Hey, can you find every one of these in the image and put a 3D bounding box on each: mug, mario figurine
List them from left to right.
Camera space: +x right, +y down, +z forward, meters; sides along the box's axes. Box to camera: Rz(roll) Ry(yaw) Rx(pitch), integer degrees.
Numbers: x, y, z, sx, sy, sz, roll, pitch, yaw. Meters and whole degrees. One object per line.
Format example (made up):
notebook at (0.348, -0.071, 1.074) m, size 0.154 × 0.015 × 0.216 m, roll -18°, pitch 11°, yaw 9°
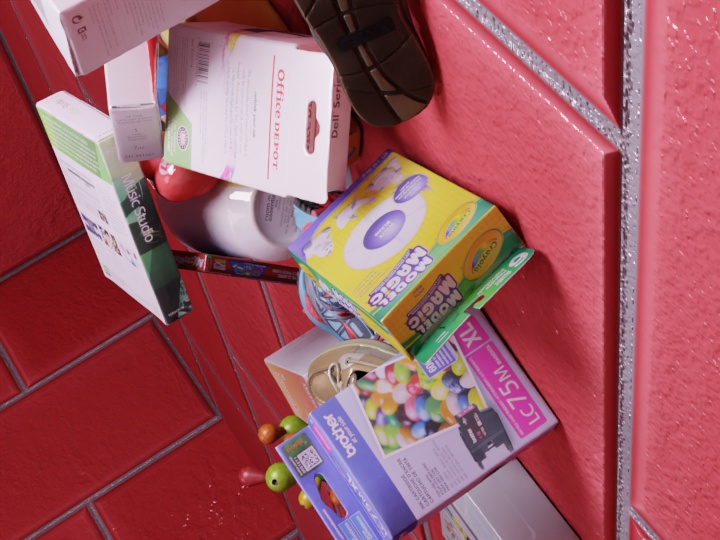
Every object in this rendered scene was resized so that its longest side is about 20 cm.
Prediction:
mario figurine at (-0.197, -0.143, 1.286) m, size 0.201 × 0.105 × 0.125 m, roll -120°, pitch 20°, yaw -48°
mug at (-0.114, -0.090, 1.337) m, size 0.153 × 0.149 × 0.188 m, roll 22°, pitch 148°, yaw 56°

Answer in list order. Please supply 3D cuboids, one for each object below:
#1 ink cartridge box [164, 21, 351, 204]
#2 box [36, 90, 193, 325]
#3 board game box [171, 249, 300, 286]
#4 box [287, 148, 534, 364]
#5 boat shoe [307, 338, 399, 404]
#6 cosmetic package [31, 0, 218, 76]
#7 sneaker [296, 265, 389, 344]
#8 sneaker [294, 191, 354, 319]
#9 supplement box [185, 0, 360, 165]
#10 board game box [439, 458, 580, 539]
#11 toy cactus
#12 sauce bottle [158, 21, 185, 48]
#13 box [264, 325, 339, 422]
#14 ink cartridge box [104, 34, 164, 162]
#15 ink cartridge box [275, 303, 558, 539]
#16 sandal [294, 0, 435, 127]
ink cartridge box at (-0.069, -0.127, 1.075) m, size 0.199 × 0.067 × 0.119 m, roll 19°, pitch 110°, yaw 43°
box at (-0.232, -0.060, 1.293) m, size 0.144 × 0.036 × 0.202 m, roll 31°, pitch 146°, yaw 49°
board game box at (-0.106, 0.001, 1.390) m, size 0.102 × 0.198 × 0.020 m, roll 8°, pitch 89°, yaw 49°
box at (0.034, -0.012, 0.992) m, size 0.048 × 0.117 × 0.200 m, roll 49°, pitch 173°, yaw -32°
boat shoe at (0.020, 0.112, 1.254) m, size 0.199 × 0.063 × 0.074 m, roll 5°, pitch 122°, yaw 38°
cosmetic package at (-0.150, -0.246, 0.995) m, size 0.113 × 0.198 × 0.081 m, roll 55°, pitch 165°, yaw 22°
sneaker at (0.018, 0.051, 1.320) m, size 0.095 × 0.079 × 0.201 m, roll 6°, pitch 137°, yaw 53°
sneaker at (0.000, 0.000, 1.176) m, size 0.200 × 0.078 × 0.097 m, roll -129°, pitch 34°, yaw -64°
supplement box at (-0.079, -0.168, 1.189) m, size 0.201 × 0.066 × 0.069 m, roll 55°, pitch 166°, yaw 19°
board game box at (0.138, 0.255, 1.312) m, size 0.148 × 0.064 × 0.201 m, roll 53°, pitch 164°, yaw 30°
toy cactus at (-0.006, 0.179, 1.308) m, size 0.163 × 0.199 × 0.104 m, roll -7°, pitch 86°, yaw 36°
sauce bottle at (-0.166, -0.241, 1.354) m, size 0.200 × 0.064 × 0.065 m, roll 46°, pitch 162°, yaw 58°
box at (-0.009, 0.143, 1.514) m, size 0.154 × 0.106 × 0.200 m, roll 61°, pitch 167°, yaw -8°
ink cartridge box at (-0.194, -0.219, 1.123) m, size 0.177 × 0.044 × 0.203 m, roll 102°, pitch 160°, yaw -66°
ink cartridge box at (0.044, 0.129, 1.086) m, size 0.120 × 0.199 × 0.042 m, roll 54°, pitch 167°, yaw 13°
sandal at (0.000, -0.182, 0.892) m, size 0.055 × 0.081 × 0.201 m, roll -104°, pitch -9°, yaw -45°
